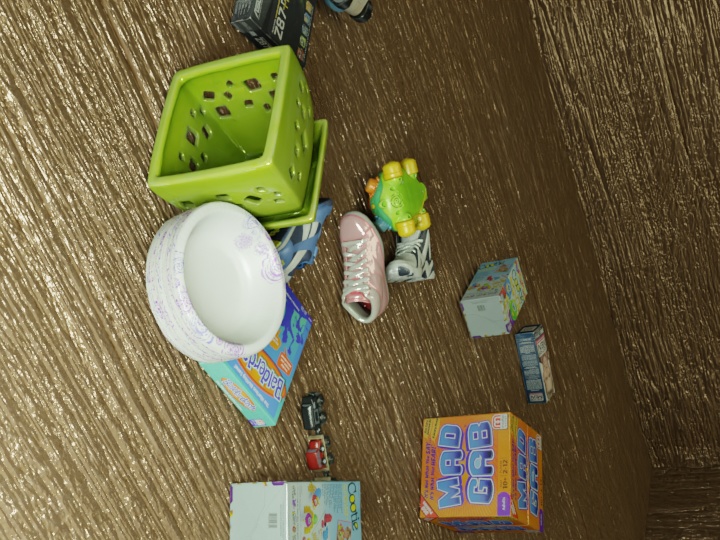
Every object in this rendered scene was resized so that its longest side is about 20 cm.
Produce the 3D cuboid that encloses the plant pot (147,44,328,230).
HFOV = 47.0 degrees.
[{"bbox_3d":[-0.155,-0.166,1.161,0.182,0.195,0.204,49,41,-53],"label":"plant pot"}]

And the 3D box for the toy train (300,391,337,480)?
[{"bbox_3d":[-0.067,0.300,1.341,0.045,0.034,0.205,-9,89,-58],"label":"toy train"}]

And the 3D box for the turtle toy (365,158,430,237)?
[{"bbox_3d":[0.075,-0.143,1.660,0.199,0.099,0.149,-24,100,-61],"label":"turtle toy"}]

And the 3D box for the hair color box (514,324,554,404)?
[{"bbox_3d":[0.498,0.265,2.356,0.100,0.059,0.205,-22,102,-60],"label":"hair color box"}]

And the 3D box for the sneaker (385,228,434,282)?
[{"bbox_3d":[0.096,-0.046,1.694,0.198,0.078,0.133,1,80,-61],"label":"sneaker"}]

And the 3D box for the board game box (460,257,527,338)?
[{"bbox_3d":[0.334,0.066,2.054,0.200,0.103,0.105,-50,125,-53],"label":"board game box"}]

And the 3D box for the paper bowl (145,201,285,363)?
[{"bbox_3d":[-0.198,0.019,1.094,0.199,0.103,0.206,22,61,-47],"label":"paper bowl"}]

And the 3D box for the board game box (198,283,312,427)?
[{"bbox_3d":[-0.149,0.104,1.235,0.153,0.044,0.203,57,37,-37],"label":"board game box"}]

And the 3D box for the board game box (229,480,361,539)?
[{"bbox_3d":[-0.091,0.362,1.207,0.199,0.101,0.108,23,62,-57],"label":"board game box"}]

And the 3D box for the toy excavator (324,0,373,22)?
[{"bbox_3d":[-0.034,-0.618,1.614,0.196,0.199,0.099,-57,154,14],"label":"toy excavator"}]

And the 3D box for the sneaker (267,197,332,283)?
[{"bbox_3d":[-0.103,-0.053,1.345,0.200,0.073,0.084,-49,126,-46],"label":"sneaker"}]

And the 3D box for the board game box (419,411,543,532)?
[{"bbox_3d":[0.255,0.425,1.720,0.199,0.196,0.204,38,49,-51],"label":"board game box"}]

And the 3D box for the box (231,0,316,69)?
[{"bbox_3d":[-0.138,-0.465,1.400,0.161,0.048,0.205,32,62,-53],"label":"box"}]

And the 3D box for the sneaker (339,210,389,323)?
[{"bbox_3d":[0.000,0.000,1.507,0.105,0.074,0.205,-50,129,-60],"label":"sneaker"}]
